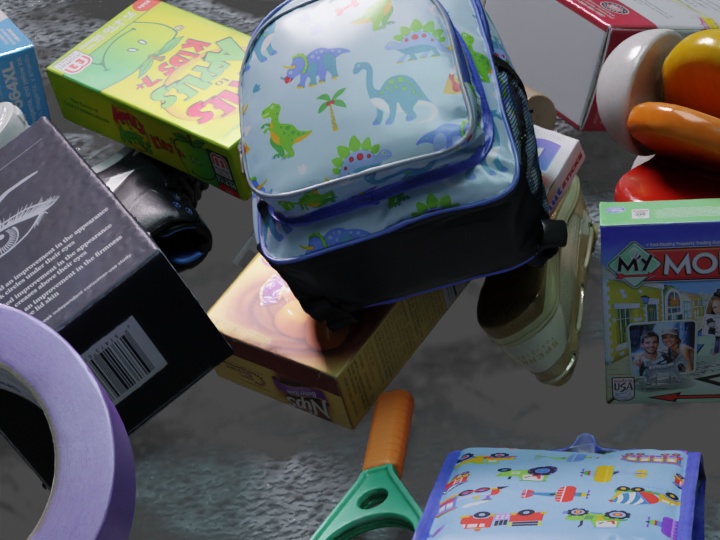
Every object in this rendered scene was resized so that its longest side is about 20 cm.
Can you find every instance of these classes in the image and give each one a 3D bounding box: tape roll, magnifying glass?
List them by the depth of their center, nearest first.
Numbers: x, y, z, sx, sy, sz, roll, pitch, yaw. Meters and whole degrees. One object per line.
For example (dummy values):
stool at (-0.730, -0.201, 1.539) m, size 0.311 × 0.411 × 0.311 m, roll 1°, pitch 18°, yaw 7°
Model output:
tape roll at (-0.230, 0.120, 1.295) m, size 0.199 × 0.066 × 0.201 m, roll -2°, pitch 70°, yaw 6°
magnifying glass at (0.010, 0.133, 1.358) m, size 0.079 × 0.022 × 0.200 m, roll -16°, pitch 26°, yaw 17°

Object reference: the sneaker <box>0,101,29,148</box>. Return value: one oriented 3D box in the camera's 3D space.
sneaker at (-0.285, -0.019, 1.596) m, size 0.200 × 0.082 × 0.074 m, roll -46°, pitch 30°, yaw -8°

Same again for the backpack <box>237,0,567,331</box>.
backpack at (0.012, -0.095, 1.414) m, size 0.182 × 0.147 × 0.201 m, roll -17°, pitch 54°, yaw 10°

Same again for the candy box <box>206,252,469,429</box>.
candy box at (0.000, 0.000, 1.499) m, size 0.116 × 0.057 × 0.200 m, roll 19°, pitch 54°, yaw 32°

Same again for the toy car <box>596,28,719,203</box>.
toy car at (0.228, -0.049, 1.463) m, size 0.174 × 0.200 × 0.150 m, roll 15°, pitch 56°, yaw 35°

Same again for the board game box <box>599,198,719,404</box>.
board game box at (0.247, 0.018, 1.401) m, size 0.199 × 0.135 × 0.029 m, roll -2°, pitch 34°, yaw 7°

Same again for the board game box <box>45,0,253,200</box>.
board game box at (-0.117, -0.124, 1.613) m, size 0.199 × 0.048 × 0.102 m, roll 25°, pitch 54°, yaw 40°

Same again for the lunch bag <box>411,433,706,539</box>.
lunch bag at (0.116, 0.144, 1.291) m, size 0.150 × 0.095 × 0.200 m, roll -2°, pitch 25°, yaw 11°

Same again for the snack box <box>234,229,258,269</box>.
snack box at (-0.030, -0.074, 1.633) m, size 0.024 × 0.072 × 0.200 m, roll 35°, pitch 39°, yaw -4°

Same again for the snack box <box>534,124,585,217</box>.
snack box at (0.044, -0.079, 1.495) m, size 0.199 × 0.024 × 0.072 m, roll 21°, pitch 69°, yaw 30°

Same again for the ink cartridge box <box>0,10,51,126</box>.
ink cartridge box at (-0.334, -0.098, 1.666) m, size 0.199 × 0.126 × 0.129 m, roll -19°, pitch 30°, yaw -18°

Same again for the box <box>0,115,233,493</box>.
box at (-0.198, 0.017, 1.459) m, size 0.148 × 0.104 × 0.200 m, roll -37°, pitch 41°, yaw -5°

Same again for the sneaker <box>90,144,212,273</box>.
sneaker at (-0.125, -0.055, 1.635) m, size 0.112 × 0.073 × 0.200 m, roll 28°, pitch 55°, yaw 36°

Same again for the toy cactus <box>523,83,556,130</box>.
toy cactus at (0.071, -0.111, 1.589) m, size 0.102 × 0.200 × 0.165 m, roll -50°, pitch 28°, yaw -11°

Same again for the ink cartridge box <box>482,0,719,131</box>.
ink cartridge box at (0.207, -0.165, 1.674) m, size 0.199 × 0.083 × 0.146 m, roll -2°, pitch 27°, yaw -33°

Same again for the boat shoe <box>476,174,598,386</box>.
boat shoe at (0.124, 0.001, 1.523) m, size 0.073 × 0.063 × 0.201 m, roll -31°, pitch 20°, yaw 22°
